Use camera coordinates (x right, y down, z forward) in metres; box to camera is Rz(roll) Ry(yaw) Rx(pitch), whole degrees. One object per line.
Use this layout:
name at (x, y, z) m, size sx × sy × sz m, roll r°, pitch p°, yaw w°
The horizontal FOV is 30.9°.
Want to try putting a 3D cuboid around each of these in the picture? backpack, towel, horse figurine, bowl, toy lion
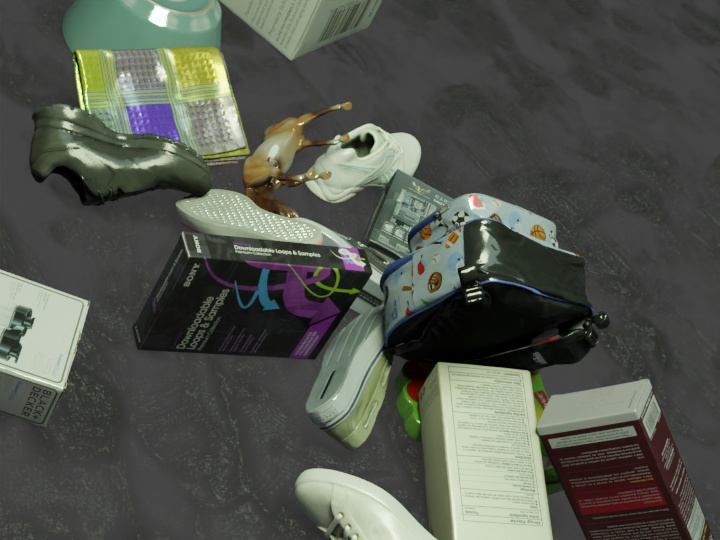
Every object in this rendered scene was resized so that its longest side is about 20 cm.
backpack at (0.113, 0.021, 1.314) m, size 0.200 × 0.190 × 0.154 m, roll 23°, pitch 48°, yaw -35°
towel at (-0.224, -0.187, 1.476) m, size 0.200 × 0.023 × 0.144 m, roll -7°, pitch 81°, yaw -39°
horse figurine at (-0.085, -0.128, 1.505) m, size 0.050 × 0.132 × 0.200 m, roll 59°, pitch 38°, yaw -35°
bowl at (-0.248, -0.305, 1.571) m, size 0.201 × 0.105 × 0.201 m, roll 19°, pitch 41°, yaw -17°
toy lion at (0.138, 0.156, 1.384) m, size 0.192 × 0.069 × 0.200 m, roll -12°, pitch 56°, yaw -34°

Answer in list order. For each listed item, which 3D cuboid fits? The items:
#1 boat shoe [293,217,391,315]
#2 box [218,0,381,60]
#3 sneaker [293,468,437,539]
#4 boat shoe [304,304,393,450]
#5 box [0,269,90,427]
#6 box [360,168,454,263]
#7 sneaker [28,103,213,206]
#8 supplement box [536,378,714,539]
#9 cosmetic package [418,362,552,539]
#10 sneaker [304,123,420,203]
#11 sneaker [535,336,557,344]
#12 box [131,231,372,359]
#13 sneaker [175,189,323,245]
boat shoe at (0.000, 0.000, 1.446) m, size 0.200 × 0.070 × 0.066 m, roll 31°, pitch 30°, yaw -3°
box at (-0.063, -0.428, 1.757) m, size 0.171 × 0.200 × 0.199 m, roll 41°, pitch 39°, yaw 13°
sneaker at (0.014, 0.256, 1.169) m, size 0.200 × 0.073 × 0.085 m, roll 34°, pitch 45°, yaw 8°
boat shoe at (-0.002, 0.108, 1.337) m, size 0.062 × 0.072 × 0.200 m, roll 56°, pitch 34°, yaw -18°
box at (-0.351, 0.050, 1.146) m, size 0.200 × 0.060 × 0.117 m, roll 20°, pitch 39°, yaw -15°
box at (0.103, -0.019, 1.550) m, size 0.200 × 0.051 × 0.158 m, roll 28°, pitch 39°, yaw -6°
sneaker at (-0.255, -0.104, 1.374) m, size 0.200 × 0.076 × 0.091 m, roll 15°, pitch 71°, yaw -18°
supplement box at (0.264, 0.212, 1.289) m, size 0.200 × 0.109 × 0.061 m, roll 65°, pitch 33°, yaw -18°
cosmetic package at (0.119, 0.195, 1.271) m, size 0.105 × 0.071 × 0.200 m, roll 8°, pitch 54°, yaw -13°
sneaker at (0.019, -0.141, 1.602) m, size 0.070 × 0.080 × 0.200 m, roll 44°, pitch 38°, yaw 17°
sneaker at (0.181, 0.003, 1.448) m, size 0.071 × 0.098 × 0.200 m, roll 11°, pitch 31°, yaw -21°
box at (-0.106, 0.029, 1.276) m, size 0.200 × 0.143 × 0.036 m, roll 6°, pitch 46°, yaw -30°
sneaker at (-0.120, -0.015, 1.384) m, size 0.200 × 0.105 × 0.075 m, roll 21°, pitch 37°, yaw 36°
